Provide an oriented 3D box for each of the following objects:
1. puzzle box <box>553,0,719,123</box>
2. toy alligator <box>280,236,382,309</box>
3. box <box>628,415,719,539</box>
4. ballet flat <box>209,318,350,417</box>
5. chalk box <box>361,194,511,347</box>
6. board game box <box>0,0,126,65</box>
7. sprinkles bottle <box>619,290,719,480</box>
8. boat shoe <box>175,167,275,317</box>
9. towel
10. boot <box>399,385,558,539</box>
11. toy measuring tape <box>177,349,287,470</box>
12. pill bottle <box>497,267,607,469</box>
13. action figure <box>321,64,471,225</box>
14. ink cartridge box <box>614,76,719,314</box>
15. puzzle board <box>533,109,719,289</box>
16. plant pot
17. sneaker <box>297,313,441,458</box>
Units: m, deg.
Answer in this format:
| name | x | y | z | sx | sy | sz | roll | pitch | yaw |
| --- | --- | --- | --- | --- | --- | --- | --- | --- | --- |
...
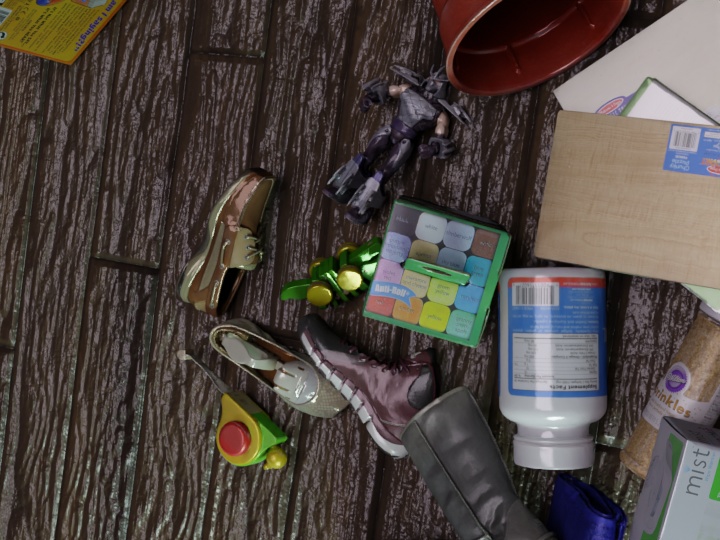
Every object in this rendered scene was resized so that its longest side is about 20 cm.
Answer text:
| name | x | y | z | sx | sy | sz | roll | pitch | yaw |
| --- | --- | --- | --- | --- | --- | --- | --- | --- | --- |
| puzzle box | 0.313 | -0.183 | 1.093 | 0.200 | 0.025 | 0.133 | -32 | 75 | 23 |
| toy alligator | 0.000 | 0.000 | 1.241 | 0.199 | 0.059 | 0.054 | -27 | 121 | 17 |
| box | 0.347 | 0.258 | 0.990 | 0.176 | 0.097 | 0.201 | 15 | 96 | 0 |
| ballet flat | -0.102 | 0.121 | 1.281 | 0.199 | 0.062 | 0.068 | 27 | 101 | 25 |
| chalk box | 0.077 | -0.001 | 1.097 | 0.124 | 0.200 | 0.125 | 17 | 97 | 3 |
| board game box | -0.433 | -0.425 | 1.392 | 0.200 | 0.200 | 0.200 | -42 | 70 | 21 |
| sprinkles bottle | 0.330 | 0.116 | 1.051 | 0.068 | 0.068 | 0.201 | 31 | 103 | 25 |
| boat shoe | -0.152 | -0.030 | 1.312 | 0.074 | 0.076 | 0.200 | 37 | 113 | 18 |
| towel | 0.216 | 0.319 | 1.077 | 0.049 | 0.148 | 0.201 | 11 | 95 | -5 |
| boot | 0.095 | 0.249 | 1.109 | 0.182 | 0.073 | 0.200 | -41 | 66 | 10 |
| toy measuring tape | -0.167 | 0.180 | 1.311 | 0.200 | 0.073 | 0.074 | 39 | 106 | 23 |
| pill bottle | 0.197 | 0.098 | 1.098 | 0.112 | 0.112 | 0.201 | 0 | 89 | 28 |
| action figure | 0.041 | -0.148 | 1.212 | 0.130 | 0.069 | 0.200 | 43 | 104 | 27 |
| ink cartridge box | 0.319 | -0.075 | 1.045 | 0.200 | 0.048 | 0.146 | 42 | 107 | 22 |
| puzzle board | 0.275 | -0.071 | 1.036 | 0.199 | 0.017 | 0.152 | 11 | 92 | 29 |
| plant pot | 0.147 | -0.320 | 1.101 | 0.200 | 0.200 | 0.196 | -31 | 67 | 24 |
| sneaker | 0.025 | 0.105 | 1.217 | 0.115 | 0.076 | 0.200 | -41 | 81 | 15 |
